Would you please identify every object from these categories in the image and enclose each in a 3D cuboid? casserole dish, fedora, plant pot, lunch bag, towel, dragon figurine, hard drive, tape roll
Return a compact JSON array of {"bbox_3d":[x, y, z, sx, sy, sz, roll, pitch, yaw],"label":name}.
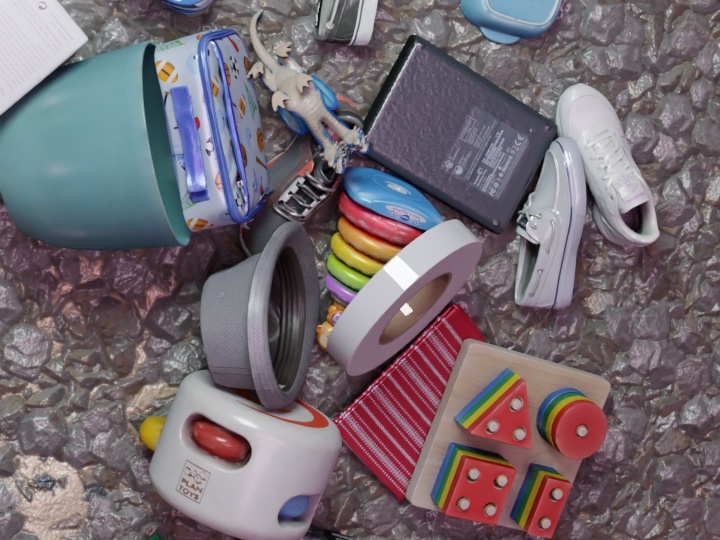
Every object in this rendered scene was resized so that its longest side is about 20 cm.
[{"bbox_3d":[0.181,-0.346,1.719,0.120,0.039,0.202,11,96,-20],"label":"casserole dish"},{"bbox_3d":[-0.111,0.048,1.625,0.089,0.201,0.178,-1,137,15],"label":"fedora"},{"bbox_3d":[-0.264,-0.110,1.541,0.159,0.201,0.203,-10,105,4],"label":"plant pot"},{"bbox_3d":[-0.146,-0.138,1.584,0.075,0.160,0.202,-9,100,11],"label":"lunch bag"},{"bbox_3d":[0.076,0.149,1.789,0.200,0.022,0.145,-44,116,-4],"label":"towel"},{"bbox_3d":[-0.063,-0.180,1.623,0.059,0.200,0.099,-40,141,2],"label":"dragon figurine"},{"bbox_3d":[0.105,-0.148,1.733,0.199,0.033,0.140,29,88,-22],"label":"hard drive"},{"bbox_3d":[0.048,0.030,1.674,0.203,0.203,0.037,-44,76,-6],"label":"tape roll"}]

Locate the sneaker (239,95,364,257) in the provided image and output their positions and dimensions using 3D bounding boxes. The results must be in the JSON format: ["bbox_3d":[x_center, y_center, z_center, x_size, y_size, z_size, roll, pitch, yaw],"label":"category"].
[{"bbox_3d":[-0.062,-0.094,1.665,0.077,0.082,0.201,28,93,-21],"label":"sneaker"}]

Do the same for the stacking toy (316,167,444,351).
[{"bbox_3d":[0.000,0.000,1.707,0.115,0.110,0.201,19,106,-20],"label":"stacking toy"}]

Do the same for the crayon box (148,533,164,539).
[{"bbox_3d":[-0.256,0.399,1.714,0.200,0.058,0.119,-40,110,-7],"label":"crayon box"}]

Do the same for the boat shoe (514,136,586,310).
[{"bbox_3d":[0.207,-0.048,1.762,0.066,0.074,0.202,-4,108,-14],"label":"boat shoe"}]

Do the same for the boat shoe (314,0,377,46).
[{"bbox_3d":[-0.012,-0.335,1.640,0.063,0.071,0.202,2,102,-19],"label":"boat shoe"}]

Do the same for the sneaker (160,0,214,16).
[{"bbox_3d":[-0.227,-0.317,1.568,0.199,0.082,0.075,21,95,-19],"label":"sneaker"}]

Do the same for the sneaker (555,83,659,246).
[{"bbox_3d":[0.286,-0.118,1.767,0.074,0.100,0.201,-29,107,-8],"label":"sneaker"}]

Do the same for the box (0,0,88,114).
[{"bbox_3d":[-0.377,-0.202,1.504,0.200,0.152,0.107,-41,111,-7],"label":"box"}]

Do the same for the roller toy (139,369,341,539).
[{"bbox_3d":[-0.125,0.199,1.650,0.198,0.182,0.141,20,96,-20],"label":"roller toy"}]

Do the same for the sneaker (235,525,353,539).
[{"bbox_3d":[-0.095,0.333,1.747,0.199,0.075,0.116,23,95,-22],"label":"sneaker"}]

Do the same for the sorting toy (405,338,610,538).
[{"bbox_3d":[0.180,0.202,1.796,0.198,0.070,0.200,16,100,-25],"label":"sorting toy"}]
